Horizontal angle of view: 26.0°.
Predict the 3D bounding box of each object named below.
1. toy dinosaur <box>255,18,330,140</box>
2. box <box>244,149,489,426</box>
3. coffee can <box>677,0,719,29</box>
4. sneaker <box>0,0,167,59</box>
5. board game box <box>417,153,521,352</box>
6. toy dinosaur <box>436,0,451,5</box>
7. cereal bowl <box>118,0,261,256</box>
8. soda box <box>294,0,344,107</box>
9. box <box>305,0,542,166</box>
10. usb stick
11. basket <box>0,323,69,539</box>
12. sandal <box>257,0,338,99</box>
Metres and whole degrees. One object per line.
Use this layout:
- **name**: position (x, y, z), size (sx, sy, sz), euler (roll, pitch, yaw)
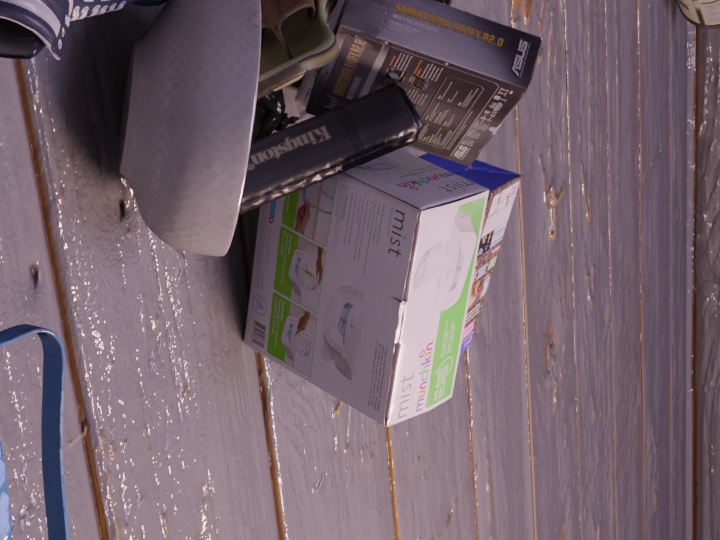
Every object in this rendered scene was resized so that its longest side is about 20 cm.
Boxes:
- **toy dinosaur**: position (-0.081, -0.146, 1.339), size (0.200, 0.047, 0.088), euler (-57, 142, -42)
- **box**: position (0.000, 0.000, 1.321), size (0.097, 0.176, 0.200), euler (-18, 125, -45)
- **coffee can**: position (0.672, -0.575, 3.012), size (0.200, 0.146, 0.147), euler (40, 58, -64)
- **sneaker**: position (-0.190, -0.176, 1.010), size (0.200, 0.070, 0.109), euler (17, 74, -61)
- **board game box**: position (0.081, -0.012, 1.616), size (0.159, 0.097, 0.200), euler (-29, 137, -71)
- **toy dinosaur**: position (0.038, -0.223, 1.536), size (0.102, 0.200, 0.136), euler (11, 75, -29)
- **cereal bowl**: position (-0.127, -0.112, 1.117), size (0.200, 0.083, 0.201), euler (-173, -90, -78)
- **soda box**: position (0.010, -0.235, 1.414), size (0.068, 0.063, 0.200), euler (-40, 153, -76)
- **box**: position (0.047, -0.161, 1.295), size (0.200, 0.158, 0.048), euler (122, -14, -72)
- **usb stick**: position (-0.047, -0.092, 1.244), size (0.033, 0.200, 0.056), euler (84, -18, -67)
- **basket**: position (-0.238, 0.134, 0.861), size (0.200, 0.139, 0.177), euler (-22, 114, -56)
- **sandal**: position (-0.061, -0.190, 1.179), size (0.057, 0.080, 0.201), euler (55, 20, -29)
